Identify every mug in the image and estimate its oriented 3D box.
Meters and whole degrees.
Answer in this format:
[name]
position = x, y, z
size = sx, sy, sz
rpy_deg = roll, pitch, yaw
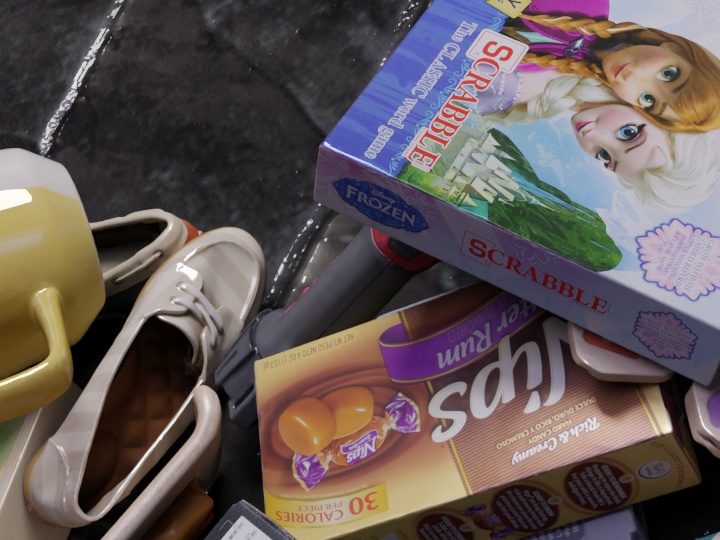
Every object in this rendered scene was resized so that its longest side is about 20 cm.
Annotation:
[mug]
position = -0.218, 0.018, 0.927
size = 0.153, 0.149, 0.187
rpy_deg = -18, 69, -16

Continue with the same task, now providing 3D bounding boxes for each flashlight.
[flashlight]
position = 0.000, 0.000, 0.887
size = 0.200, 0.068, 0.068
rpy_deg = -46, 57, 32

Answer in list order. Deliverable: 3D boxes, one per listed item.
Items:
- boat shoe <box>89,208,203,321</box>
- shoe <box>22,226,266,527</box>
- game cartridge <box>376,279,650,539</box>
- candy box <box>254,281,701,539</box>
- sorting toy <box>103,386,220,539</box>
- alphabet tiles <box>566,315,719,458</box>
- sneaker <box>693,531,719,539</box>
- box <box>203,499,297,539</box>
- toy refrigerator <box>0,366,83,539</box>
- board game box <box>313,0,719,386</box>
[boat shoe]
position = -0.180, 0.003, 1.034
size = 0.200, 0.063, 0.071
rpy_deg = -7, 56, 26
[shoe]
position = -0.109, 0.059, 0.938
size = 0.200, 0.070, 0.053
rpy_deg = -57, 18, -19
[game cartridge]
position = 0.067, 0.094, 0.853
size = 0.133, 0.040, 0.200
rpy_deg = -17, 51, 12
[candy box]
position = 0.052, 0.072, 0.817
size = 0.200, 0.056, 0.117
rpy_deg = -20, 50, 16
[sorting toy]
position = -0.122, 0.155, 0.827
size = 0.036, 0.185, 0.200
rpy_deg = 36, 78, 3
[alphabet tiles]
position = 0.187, 0.002, 0.796
size = 0.195, 0.015, 0.200
rpy_deg = 3, 52, -10
[sneaker]
position = 0.150, 0.200, 0.720
size = 0.093, 0.070, 0.200
rpy_deg = -7, 55, 46
[box]
position = -0.068, 0.220, 0.752
size = 0.051, 0.158, 0.200
rpy_deg = 31, 76, 41
[toy refrigerator]
position = -0.217, 0.152, 0.942
size = 0.076, 0.070, 0.200
rpy_deg = 2, 59, 29
[board game box]
position = 0.112, -0.067, 0.801
size = 0.199, 0.041, 0.200
rpy_deg = 25, 53, 13
